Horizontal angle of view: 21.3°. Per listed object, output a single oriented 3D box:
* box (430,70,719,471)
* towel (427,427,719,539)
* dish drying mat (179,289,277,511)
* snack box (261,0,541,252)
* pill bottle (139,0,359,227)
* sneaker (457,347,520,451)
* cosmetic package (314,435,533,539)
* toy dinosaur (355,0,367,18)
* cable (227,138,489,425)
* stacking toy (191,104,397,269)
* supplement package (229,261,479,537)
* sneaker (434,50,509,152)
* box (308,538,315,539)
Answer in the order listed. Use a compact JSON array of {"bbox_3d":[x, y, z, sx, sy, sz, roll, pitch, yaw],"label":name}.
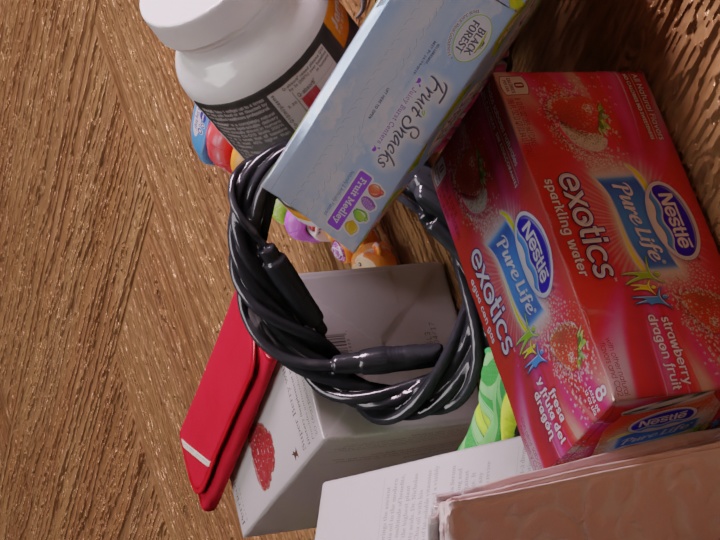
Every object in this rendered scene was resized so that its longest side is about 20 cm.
[{"bbox_3d":[0.122,-0.001,1.012,0.096,0.099,0.200,-56,44,52],"label":"box"},{"bbox_3d":[0.119,0.189,0.952,0.032,0.190,0.201,20,114,60],"label":"towel"},{"bbox_3d":[-0.095,0.088,1.344,0.200,0.018,0.077,114,147,-49],"label":"dish drying mat"},{"bbox_3d":[0.043,-0.125,1.019,0.068,0.200,0.169,36,124,2],"label":"snack box"},{"bbox_3d":[-0.049,-0.128,1.248,0.200,0.116,0.116,50,-178,-40],"label":"pill bottle"},{"bbox_3d":[0.101,0.090,1.148,0.200,0.074,0.084,116,166,-56],"label":"sneaker"},{"bbox_3d":[0.067,0.160,1.079,0.200,0.071,0.102,-17,53,38],"label":"cosmetic package"},{"bbox_3d":[-0.002,-0.266,1.204,0.077,0.102,0.200,24,150,57],"label":"toy dinosaur"},{"bbox_3d":[0.000,0.000,1.193,0.163,0.200,0.051,-58,-3,19],"label":"cable"},{"bbox_3d":[-0.032,-0.062,1.386,0.200,0.110,0.116,57,150,26],"label":"stacking toy"},{"bbox_3d":[-0.015,0.094,1.332,0.200,0.119,0.122,125,134,-57],"label":"supplement package"},{"bbox_3d":[0.049,-0.160,1.186,0.088,0.074,0.200,64,145,39],"label":"sneaker"},{"bbox_3d":[0.023,0.218,1.345,0.200,0.064,0.070,159,104,-66],"label":"box"}]
